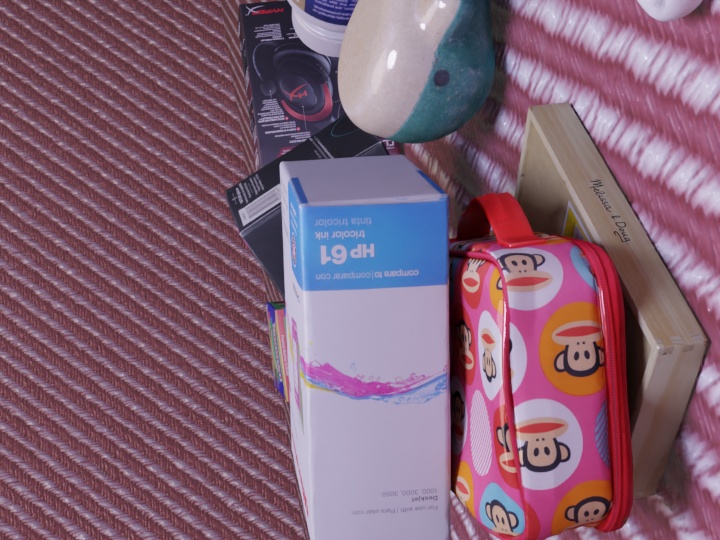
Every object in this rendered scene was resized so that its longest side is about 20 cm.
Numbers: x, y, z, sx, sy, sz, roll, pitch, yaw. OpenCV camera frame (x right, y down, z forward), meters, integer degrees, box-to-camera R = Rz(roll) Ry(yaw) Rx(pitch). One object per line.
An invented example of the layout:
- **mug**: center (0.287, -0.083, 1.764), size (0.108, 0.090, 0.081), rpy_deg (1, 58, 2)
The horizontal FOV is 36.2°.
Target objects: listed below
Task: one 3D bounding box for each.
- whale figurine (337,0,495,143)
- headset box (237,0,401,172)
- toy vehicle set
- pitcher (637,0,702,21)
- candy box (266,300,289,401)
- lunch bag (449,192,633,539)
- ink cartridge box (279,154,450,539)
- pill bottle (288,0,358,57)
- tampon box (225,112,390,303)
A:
- **whale figurine**: center (0.057, -0.188, 0.789), size (0.159, 0.103, 0.201), rpy_deg (-142, 69, -70)
- **headset box**: center (-0.044, -0.178, 1.154), size (0.075, 0.147, 0.202), rpy_deg (125, 137, -77)
- **toy vehicle set**: center (0.132, 0.013, 0.635), size (0.125, 0.026, 0.201), rpy_deg (93, 166, -44)
- **pitcher**: center (0.093, -0.219, 0.485), size (0.172, 0.121, 0.201), rpy_deg (71, 173, -55)
- **candy box**: center (-0.124, 0.145, 2.046), size (0.200, 0.076, 0.171), rpy_deg (-170, 74, -78)
- **lunch bag**: center (0.082, 0.045, 0.622), size (0.200, 0.081, 0.178), rpy_deg (-153, 57, -79)
- **ink cartridge box**: center (0.000, 0.043, 0.650), size (0.145, 0.084, 0.202), rpy_deg (-119, 25, -74)
- **pill bottle**: center (-0.012, -0.285, 0.985), size (0.200, 0.119, 0.121), rpy_deg (104, 157, -64)
- **tampon box**: center (0.000, 0.000, 0.887), size (0.201, 0.126, 0.150), rpy_deg (58, 179, -19)
